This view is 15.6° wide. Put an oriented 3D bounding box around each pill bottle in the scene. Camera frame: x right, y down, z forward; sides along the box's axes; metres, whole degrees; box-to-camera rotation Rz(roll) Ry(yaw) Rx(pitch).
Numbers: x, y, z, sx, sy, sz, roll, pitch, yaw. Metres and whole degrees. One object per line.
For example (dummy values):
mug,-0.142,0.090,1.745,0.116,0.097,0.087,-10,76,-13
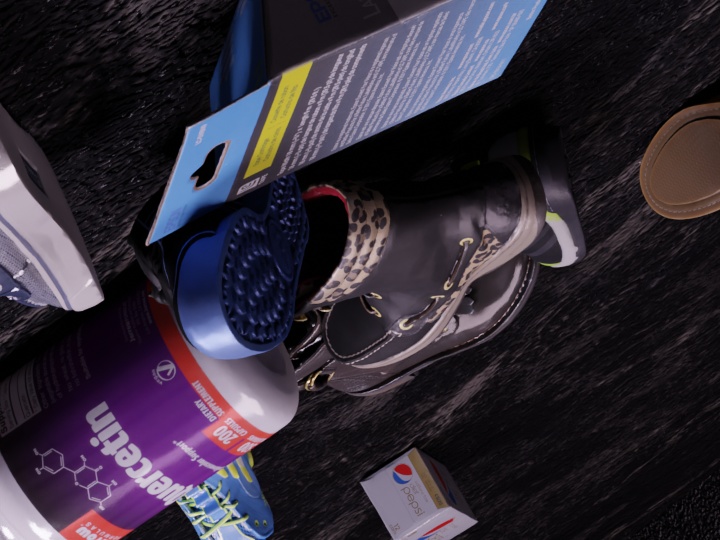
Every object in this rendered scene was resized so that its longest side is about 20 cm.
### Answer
pill bottle,-0.140,0.087,1.477,0.199,0.113,0.112,-35,166,13

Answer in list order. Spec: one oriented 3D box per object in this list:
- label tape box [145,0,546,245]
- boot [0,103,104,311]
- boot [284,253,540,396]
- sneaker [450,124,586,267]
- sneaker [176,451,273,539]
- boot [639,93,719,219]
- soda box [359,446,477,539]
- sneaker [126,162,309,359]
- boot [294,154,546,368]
label tape box,-0.015,-0.102,1.183,0.199,0.064,0.144,-26,167,-20
boot,-0.176,-0.018,1.140,0.090,0.073,0.200,-24,159,0
boot,0.013,0.031,1.726,0.200,0.069,0.174,-39,162,20
sneaker,0.094,-0.048,1.661,0.082,0.072,0.200,-12,163,5
sneaker,-0.096,0.145,1.799,0.075,0.105,0.200,-32,167,0
boot,0.300,-0.110,1.854,0.200,0.074,0.154,-37,170,33
soda box,0.058,0.220,2.497,0.063,0.068,0.200,-32,167,4
sneaker,-0.076,-0.002,1.273,0.077,0.071,0.200,-17,-165,12
boot,0.000,0.000,1.540,0.150,0.074,0.200,-6,158,-41
